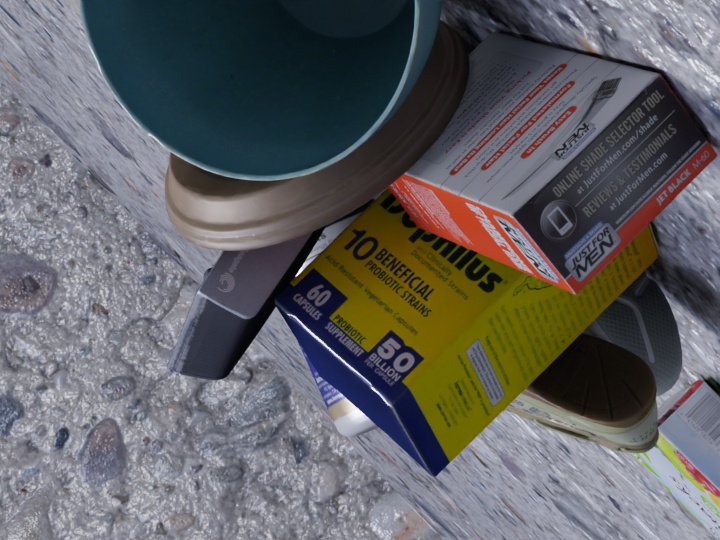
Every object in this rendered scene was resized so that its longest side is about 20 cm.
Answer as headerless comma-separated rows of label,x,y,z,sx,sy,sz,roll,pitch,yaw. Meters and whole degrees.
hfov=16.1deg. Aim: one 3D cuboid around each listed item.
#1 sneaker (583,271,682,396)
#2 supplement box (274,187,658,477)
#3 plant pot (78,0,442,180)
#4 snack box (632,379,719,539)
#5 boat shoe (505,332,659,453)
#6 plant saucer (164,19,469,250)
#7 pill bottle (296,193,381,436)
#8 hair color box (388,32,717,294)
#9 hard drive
sneaker,0.126,0.012,1.638,0.200,0.070,0.080,47,131,19
supplement box,0.066,0.003,1.526,0.109,0.200,0.110,40,169,30
plant pot,-0.036,-0.162,1.397,0.200,0.200,0.135,45,-153,5
snack box,0.279,0.168,1.769,0.200,0.053,0.142,45,173,5
boat shoe,0.096,0.060,1.591,0.200,0.073,0.063,29,157,30
plant saucer,-0.031,-0.089,1.473,0.200,0.200,0.029,33,161,55
pill bottle,0.000,0.000,1.700,0.116,0.116,0.200,120,127,-81
hair color box,0.094,-0.063,1.394,0.064,0.111,0.200,50,171,-22
hard drive,-0.045,-0.031,1.546,0.042,0.200,0.135,31,152,1
